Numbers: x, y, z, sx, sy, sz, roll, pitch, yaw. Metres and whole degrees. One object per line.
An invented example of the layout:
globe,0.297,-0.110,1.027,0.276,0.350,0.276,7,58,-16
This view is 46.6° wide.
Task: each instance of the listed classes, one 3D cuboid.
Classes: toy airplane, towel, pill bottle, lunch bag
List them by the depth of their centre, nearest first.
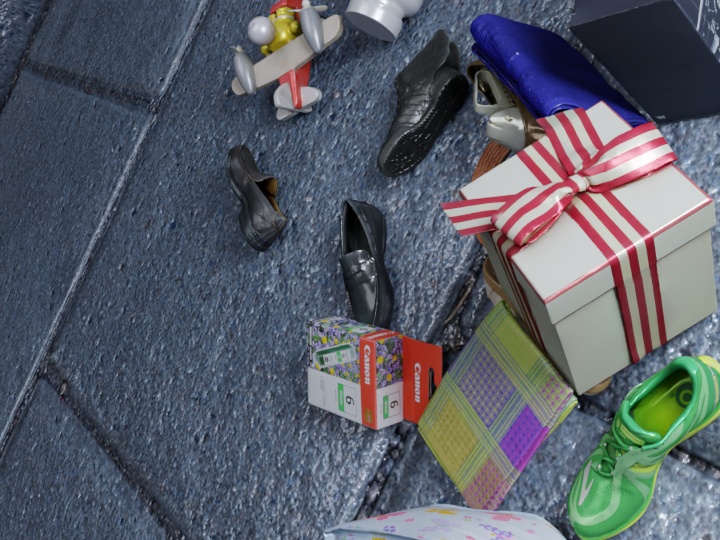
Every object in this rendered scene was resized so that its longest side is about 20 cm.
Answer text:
lunch bag,0.089,0.289,0.772,0.198,0.168,0.129,-12,78,42
towel,0.134,0.148,0.865,0.144,0.023,0.202,55,130,40
towel,0.212,-0.206,0.921,0.050,0.146,0.201,-61,37,33
pill bottle,0.056,-0.448,1.222,0.112,0.112,0.202,25,90,49
toy airplane,-0.126,-0.347,1.343,0.201,0.140,0.199,-55,42,10

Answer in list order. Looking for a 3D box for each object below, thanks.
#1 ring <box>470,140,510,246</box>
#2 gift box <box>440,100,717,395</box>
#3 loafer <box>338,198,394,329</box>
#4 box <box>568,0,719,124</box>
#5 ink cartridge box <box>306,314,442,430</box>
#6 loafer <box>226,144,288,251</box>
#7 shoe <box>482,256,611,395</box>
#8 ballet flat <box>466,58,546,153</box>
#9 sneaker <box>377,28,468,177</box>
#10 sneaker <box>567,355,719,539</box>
ring,0.203,-0.108,0.973,0.199,0.019,0.203,-23,56,37
gift box,0.197,-0.031,0.774,0.183,0.187,0.201,-34,48,-3
loafer,0.000,0.000,1.093,0.068,0.070,0.203,-26,55,37
box,0.304,-0.274,0.810,0.103,0.199,0.185,-3,70,44
ink cartridge box,0.012,0.126,1.004,0.199,0.050,0.111,11,106,49
loafer,-0.160,-0.127,1.334,0.072,0.073,0.202,-32,59,20
shoe,0.194,0.059,0.880,0.054,0.069,0.201,89,157,-44
ballet flat,0.171,-0.187,0.968,0.068,0.071,0.202,93,164,-49
sneaker,0.076,-0.227,1.137,0.201,0.060,0.104,-51,44,8
sneaker,0.244,0.153,0.751,0.201,0.083,0.074,-56,42,11
